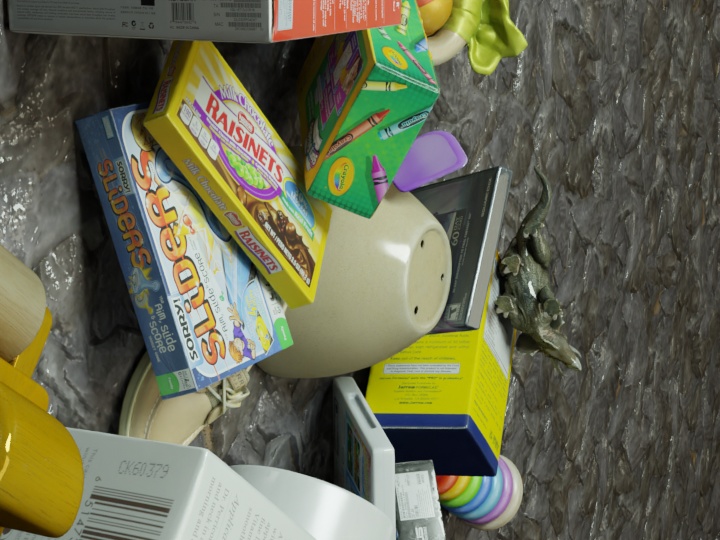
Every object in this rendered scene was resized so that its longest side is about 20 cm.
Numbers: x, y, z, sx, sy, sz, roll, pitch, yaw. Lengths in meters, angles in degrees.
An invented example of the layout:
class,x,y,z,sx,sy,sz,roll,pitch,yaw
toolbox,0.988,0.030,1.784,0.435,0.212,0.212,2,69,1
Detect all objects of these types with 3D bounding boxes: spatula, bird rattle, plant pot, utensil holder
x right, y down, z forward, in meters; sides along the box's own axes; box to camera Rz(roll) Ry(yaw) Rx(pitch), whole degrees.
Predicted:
class,x,y,z,sx,sy,sz,roll,pitch,yaw
spatula,-0.013,-0.076,1.250,0.057,0.198,0.021,-115,-163,-45
bird rattle,0.074,-0.270,1.445,0.163,0.112,0.202,-39,129,-33
plant pot,0.000,0.000,1.312,0.200,0.133,0.203,-25,119,-60
utensil holder,-0.070,0.276,1.201,0.170,0.168,0.202,56,46,-52

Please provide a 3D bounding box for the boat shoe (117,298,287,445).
class,x,y,z,sx,sy,sz,roll,pitch,yaw
boat shoe,-0.117,0.076,1.172,0.201,0.064,0.073,-59,144,-39

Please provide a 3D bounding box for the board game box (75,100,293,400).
class,x,y,z,sx,sy,sz,roll,pitch,yaw
board game box,-0.123,-0.023,1.104,0.135,0.034,0.202,-24,98,-60

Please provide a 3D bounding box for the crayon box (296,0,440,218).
class,x,y,z,sx,sy,sz,roll,pitch,yaw
crayon box,0.001,-0.146,1.214,0.119,0.058,0.201,-60,-160,27

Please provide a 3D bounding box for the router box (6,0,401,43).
class,x,y,z,sx,sy,sz,roll,pitch,yaw
router box,-0.098,-0.182,1.006,0.179,0.198,0.049,-24,117,-61

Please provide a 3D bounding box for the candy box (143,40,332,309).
class,x,y,z,sx,sy,sz,roll,pitch,yaw
candy box,-0.084,-0.074,1.127,0.200,0.026,0.103,54,31,-37

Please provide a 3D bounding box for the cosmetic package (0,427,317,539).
class,x,y,z,sx,sy,sz,roll,pitch,yaw
cosmetic package,-0.141,0.224,1.029,0.200,0.164,0.166,50,52,-47

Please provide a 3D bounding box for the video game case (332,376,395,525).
class,x,y,z,sx,sy,sz,roll,pitch,yaw
video game case,0.003,0.219,1.371,0.182,0.023,0.202,-128,-145,-71

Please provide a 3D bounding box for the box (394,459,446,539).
class,x,y,z,sx,sy,sz,roll,pitch,yaw
box,0.046,0.286,1.348,0.160,0.043,0.202,109,-26,-66

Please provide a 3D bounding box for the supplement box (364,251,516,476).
class,x,y,z,sx,sy,sz,roll,pitch,yaw
supplement box,0.081,0.085,1.486,0.109,0.108,0.202,57,37,-52

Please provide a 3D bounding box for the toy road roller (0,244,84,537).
class,x,y,z,sx,sy,sz,roll,pitch,yaw
toy road roller,-0.221,0.075,0.877,0.123,0.145,0.202,49,53,-56

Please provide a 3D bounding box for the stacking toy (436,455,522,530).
class,x,y,z,sx,sy,sz,roll,pitch,yaw
stacking toy,0.095,0.216,1.624,0.200,0.085,0.086,32,68,-53

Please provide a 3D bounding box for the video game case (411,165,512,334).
class,x,y,z,sx,sy,sz,roll,pitch,yaw
video game case,0.063,-0.011,1.393,0.019,0.199,0.144,19,76,-26

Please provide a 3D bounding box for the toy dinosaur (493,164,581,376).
class,x,y,z,sx,sy,sz,roll,pitch,yaw
toy dinosaur,0.160,0.005,1.478,0.102,0.076,0.202,51,27,-83
